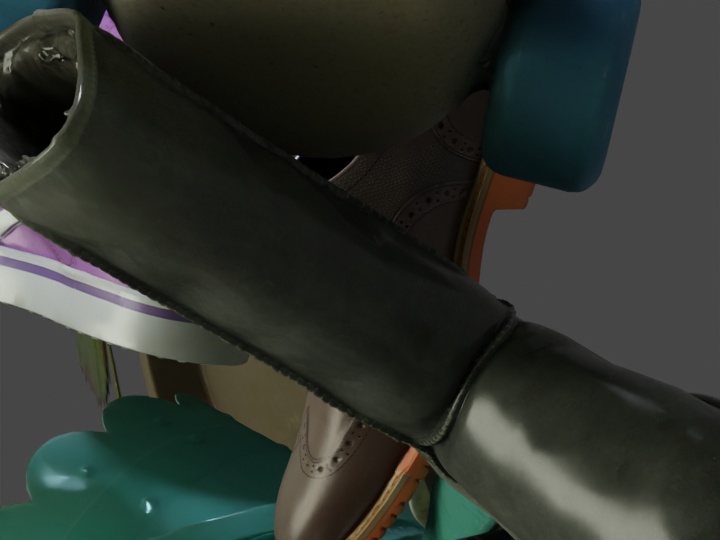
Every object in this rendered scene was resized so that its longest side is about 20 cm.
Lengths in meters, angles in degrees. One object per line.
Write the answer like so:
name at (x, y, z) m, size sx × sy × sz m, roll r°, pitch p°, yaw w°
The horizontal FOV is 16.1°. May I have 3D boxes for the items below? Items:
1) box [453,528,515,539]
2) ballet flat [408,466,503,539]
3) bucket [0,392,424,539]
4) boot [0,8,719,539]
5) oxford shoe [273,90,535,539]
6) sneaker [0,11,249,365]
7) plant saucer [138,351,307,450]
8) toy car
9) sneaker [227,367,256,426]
box at (0.042, 0.175, 0.805) m, size 0.201 × 0.121 × 0.107 m, roll 96°, pitch 159°, yaw -55°
ballet flat at (0.041, 0.077, 0.843) m, size 0.071 × 0.067 × 0.200 m, roll 51°, pitch 159°, yaw 20°
bucket at (-0.053, 0.158, 0.970) m, size 0.134 × 0.207 × 0.209 m, roll 20°, pitch 129°, yaw 31°
boot at (0.001, 0.008, 0.666) m, size 0.200 × 0.073 × 0.181 m, roll 42°, pitch 165°, yaw -29°
oxford shoe at (0.000, 0.000, 0.802) m, size 0.071 × 0.072 × 0.201 m, roll -138°, pitch 65°, yaw -69°
sneaker at (-0.095, -0.043, 0.842) m, size 0.200 × 0.072 × 0.115 m, roll 13°, pitch 98°, yaw 43°
plant saucer at (-0.022, 0.060, 1.064) m, size 0.200 × 0.029 × 0.201 m, roll 31°, pitch 135°, yaw 37°
toy car at (0.005, -0.152, 0.710) m, size 0.177 × 0.183 × 0.201 m, roll 100°, pitch -173°, yaw -52°
sneaker at (-0.028, 0.003, 1.101) m, size 0.088 × 0.075 × 0.202 m, roll -129°, pitch 30°, yaw -71°
